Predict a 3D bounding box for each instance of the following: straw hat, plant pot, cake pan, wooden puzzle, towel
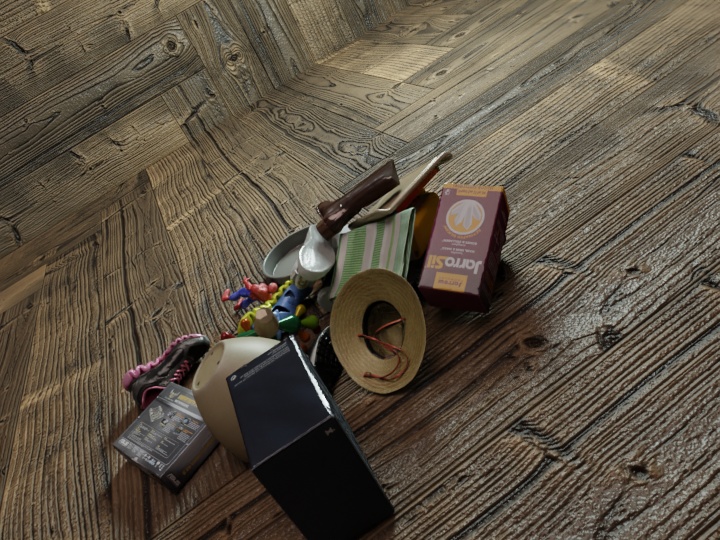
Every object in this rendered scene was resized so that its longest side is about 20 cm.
[{"bbox_3d":[0.047,0.100,1.008,0.198,0.205,0.085,-5,-6,35],"label":"straw hat"},{"bbox_3d":[-0.194,0.188,0.981,0.200,0.134,0.202,-40,27,26],"label":"plant pot"},{"bbox_3d":[-0.140,-0.037,1.427,0.198,0.037,0.201,-22,32,14],"label":"cake pan"},{"bbox_3d":[0.079,-0.149,1.189,0.200,0.037,0.185,-42,10,-20],"label":"wooden puzzle"},{"bbox_3d":[0.017,-0.023,1.097,0.199,0.023,0.155,-16,57,48],"label":"towel"}]

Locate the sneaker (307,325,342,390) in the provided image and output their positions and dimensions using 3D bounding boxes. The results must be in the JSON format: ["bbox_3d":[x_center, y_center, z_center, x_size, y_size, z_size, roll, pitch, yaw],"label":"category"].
[{"bbox_3d":[-0.092,0.178,1.040,0.087,0.076,0.201,-17,32,31],"label":"sneaker"}]

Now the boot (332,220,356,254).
[{"bbox_3d":[0.031,-0.068,1.281,0.198,0.091,0.073,-28,32,5],"label":"boot"}]

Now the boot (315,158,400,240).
[{"bbox_3d":[-0.001,-0.158,1.225,0.199,0.064,0.187,-41,21,14],"label":"boot"}]

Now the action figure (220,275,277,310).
[{"bbox_3d":[-0.238,0.051,1.316,0.199,0.065,0.052,-11,42,52],"label":"action figure"}]

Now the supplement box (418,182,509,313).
[{"bbox_3d":[0.180,-0.040,1.025,0.109,0.086,0.203,7,69,25],"label":"supplement box"}]

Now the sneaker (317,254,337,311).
[{"bbox_3d":[0.000,0.000,1.216,0.198,0.076,0.115,-26,33,11],"label":"sneaker"}]

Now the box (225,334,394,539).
[{"bbox_3d":[-0.073,0.233,0.811,0.122,0.202,0.198,-32,30,-7],"label":"box"}]

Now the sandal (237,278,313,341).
[{"bbox_3d":[-0.159,0.092,1.236,0.086,0.080,0.200,33,51,16],"label":"sandal"}]

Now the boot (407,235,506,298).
[{"bbox_3d":[0.171,-0.008,1.108,0.198,0.070,0.133,-18,33,40],"label":"boot"}]

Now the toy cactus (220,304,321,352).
[{"bbox_3d":[-0.167,0.106,1.096,0.196,0.166,0.104,-9,64,-9],"label":"toy cactus"}]

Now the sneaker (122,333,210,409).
[{"bbox_3d":[-0.394,0.216,1.254,0.199,0.079,0.096,-35,53,-9],"label":"sneaker"}]

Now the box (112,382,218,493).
[{"bbox_3d":[-0.342,0.297,1.094,0.198,0.049,0.159,6,44,44],"label":"box"}]

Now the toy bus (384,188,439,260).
[{"bbox_3d":[0.110,-0.096,1.178,0.077,0.066,0.201,-13,26,33],"label":"toy bus"}]

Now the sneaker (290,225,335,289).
[{"bbox_3d":[-0.100,0.000,1.202,0.073,0.117,0.201,20,24,-6],"label":"sneaker"}]
